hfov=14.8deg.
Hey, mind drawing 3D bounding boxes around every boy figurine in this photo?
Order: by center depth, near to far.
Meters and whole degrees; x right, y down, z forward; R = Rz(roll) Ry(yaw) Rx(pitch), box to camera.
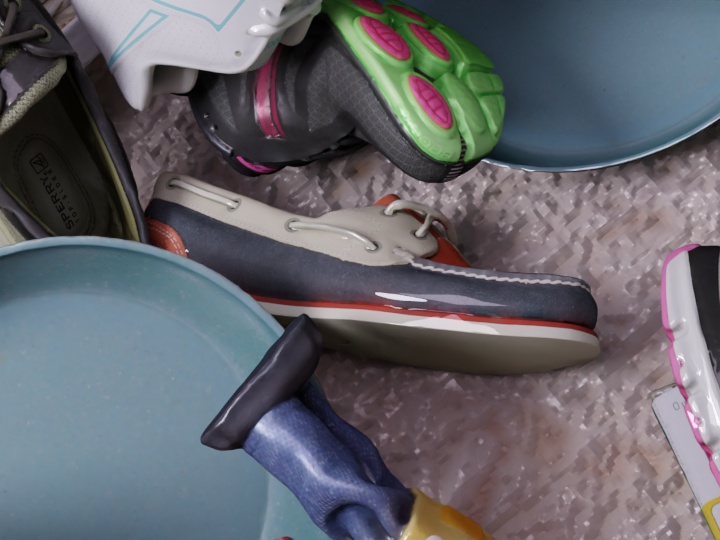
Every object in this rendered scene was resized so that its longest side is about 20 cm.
[{"bbox_3d":[0.034,0.103,0.962,0.200,0.124,0.065,40,89,2],"label":"boy figurine"}]

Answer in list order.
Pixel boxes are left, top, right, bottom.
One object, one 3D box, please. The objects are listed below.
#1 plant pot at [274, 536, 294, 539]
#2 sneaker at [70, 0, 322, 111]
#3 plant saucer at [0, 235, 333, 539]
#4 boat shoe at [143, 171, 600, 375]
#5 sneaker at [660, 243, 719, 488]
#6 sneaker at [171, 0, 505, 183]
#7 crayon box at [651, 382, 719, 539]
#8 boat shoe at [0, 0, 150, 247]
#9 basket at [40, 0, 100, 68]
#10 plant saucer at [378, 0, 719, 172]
[{"bbox_3d":[-0.078,0.197,0.937,0.194,0.201,0.202,-25,61,-3],"label":"plant pot"},{"bbox_3d":[-0.032,-0.119,1.000,0.200,0.070,0.081,-23,88,46],"label":"sneaker"},{"bbox_3d":[-0.105,0.083,1.023,0.198,0.036,0.202,-2,101,-9],"label":"plant saucer"},{"bbox_3d":[0.000,0.000,1.056,0.199,0.071,0.063,5,73,28],"label":"boat shoe"},{"bbox_3d":[0.167,0.070,0.908,0.087,0.074,0.201,-28,66,6],"label":"sneaker"},{"bbox_3d":[-0.014,-0.069,1.069,0.200,0.076,0.084,33,107,51],"label":"sneaker"},{"bbox_3d":[0.197,0.107,0.950,0.126,0.051,0.201,-26,61,7],"label":"crayon box"},{"bbox_3d":[-0.134,-0.072,1.024,0.066,0.201,0.072,17,56,47],"label":"boat shoe"},{"bbox_3d":[-0.203,-0.113,1.093,0.135,0.124,0.200,20,51,37],"label":"basket"},{"bbox_3d":[0.091,-0.126,1.103,0.199,0.027,0.202,-7,65,16],"label":"plant saucer"}]
